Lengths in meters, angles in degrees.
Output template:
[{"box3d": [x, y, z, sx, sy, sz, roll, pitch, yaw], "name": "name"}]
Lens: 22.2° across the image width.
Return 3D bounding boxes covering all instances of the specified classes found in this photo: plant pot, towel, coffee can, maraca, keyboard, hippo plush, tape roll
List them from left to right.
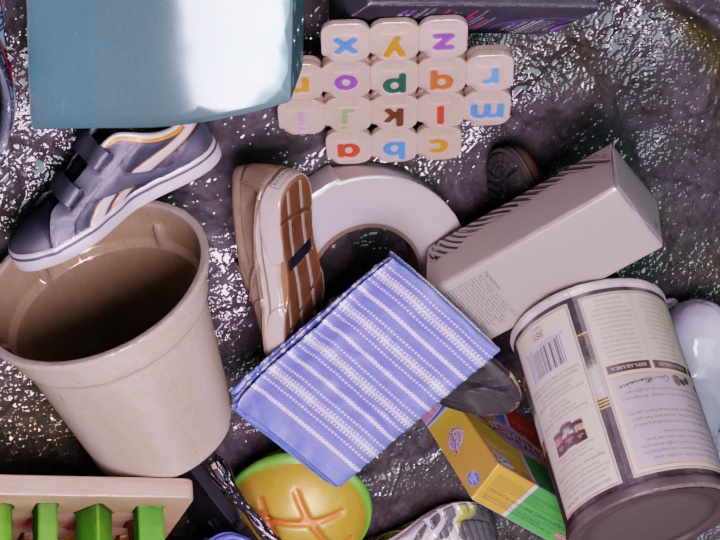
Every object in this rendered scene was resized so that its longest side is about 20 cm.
[{"box3d": [-0.198, 0.074, 1.559, 0.200, 0.201, 0.184, -23, 130, -6], "name": "plant pot"}, {"box3d": [-0.146, -0.191, 1.432, 0.199, 0.141, 0.142, 5, 114, 3], "name": "plant pot"}, {"box3d": [-0.112, 0.229, 1.647, 0.021, 0.127, 0.200, -37, 88, -31], "name": "keyboard"}, {"box3d": [-0.070, 0.239, 1.711, 0.137, 0.107, 0.200, 27, 128, -11], "name": "maraca"}, {"box3d": [0.000, 0.000, 1.658, 0.202, 0.037, 0.204, -7, 116, -14], "name": "tape roll"}, {"box3d": [0.002, 0.091, 1.587, 0.200, 0.024, 0.145, -41, 116, 15], "name": "towel"}, {"box3d": [0.224, 0.128, 1.583, 0.146, 0.201, 0.147, -10, 150, -6], "name": "coffee can"}, {"box3d": [0.303, 0.109, 1.760, 0.199, 0.159, 0.162, 19, 77, -44], "name": "hippo plush"}]

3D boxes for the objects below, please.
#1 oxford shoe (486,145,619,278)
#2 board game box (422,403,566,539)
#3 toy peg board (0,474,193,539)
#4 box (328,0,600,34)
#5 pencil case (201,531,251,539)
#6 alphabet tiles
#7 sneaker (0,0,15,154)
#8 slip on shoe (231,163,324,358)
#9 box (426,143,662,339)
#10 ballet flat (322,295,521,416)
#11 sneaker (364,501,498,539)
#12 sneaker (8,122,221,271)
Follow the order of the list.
[{"box3d": [0.179, -0.040, 1.687, 0.084, 0.073, 0.200, -43, 118, -24], "name": "oxford shoe"}, {"box3d": [0.137, 0.175, 1.686, 0.153, 0.200, 0.040, 31, 102, -27], "name": "board game box"}, {"box3d": [-0.262, 0.257, 1.599, 0.199, 0.098, 0.199, 4, 154, -18], "name": "toy peg board"}, {"box3d": [0.082, -0.255, 1.502, 0.199, 0.122, 0.107, -2, 87, -17], "name": "box"}, {"box3d": [-0.146, 0.292, 1.656, 0.078, 0.200, 0.087, -1, 75, -23], "name": "pencil case"}, {"box3d": [0.028, -0.152, 1.543, 0.199, 0.015, 0.196, -3, 149, 0], "name": "alphabet tiles"}, {"box3d": [-0.307, -0.180, 1.449, 0.079, 0.096, 0.201, -15, 117, -10], "name": "sneaker"}, {"box3d": [-0.077, -0.002, 1.583, 0.076, 0.060, 0.201, -48, 145, -43], "name": "slip on shoe"}, {"box3d": [0.158, -0.020, 1.598, 0.199, 0.069, 0.082, -29, 122, 23], "name": "box"}, {"box3d": [0.057, 0.071, 1.631, 0.199, 0.057, 0.067, 27, 114, -13], "name": "ballet flat"}, {"box3d": [0.043, 0.273, 1.780, 0.199, 0.084, 0.075, -16, 95, -32], "name": "sneaker"}, {"box3d": [-0.218, -0.081, 1.533, 0.200, 0.078, 0.080, -34, 124, -12], "name": "sneaker"}]
